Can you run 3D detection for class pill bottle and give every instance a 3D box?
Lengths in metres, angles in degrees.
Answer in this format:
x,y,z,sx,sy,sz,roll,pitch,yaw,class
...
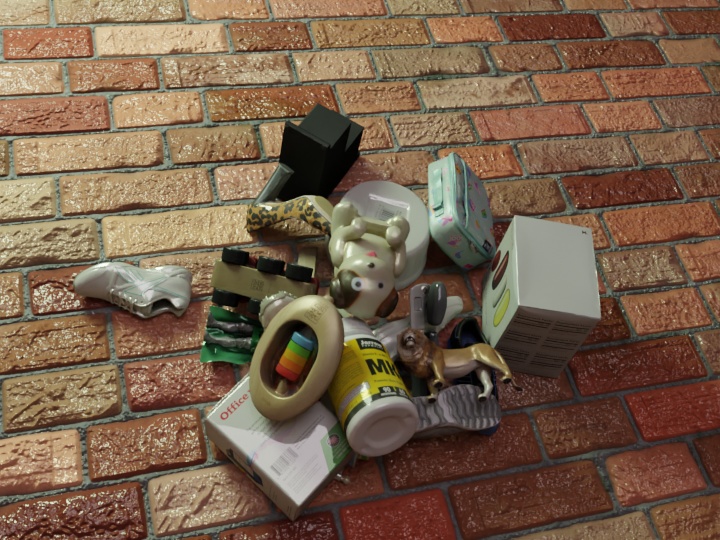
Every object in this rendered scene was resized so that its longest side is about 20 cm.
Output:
x,y,z,sx,sy,sz,roll,pitch,yaw,class
0.004,0.172,1.340,0.113,0.116,0.201,-9,41,-18,pill bottle

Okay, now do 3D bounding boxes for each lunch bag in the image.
x,y,z,sx,sy,sz,roll,pitch,yaw,class
0.187,-0.112,1.643,0.076,0.160,0.202,-21,47,25,lunch bag

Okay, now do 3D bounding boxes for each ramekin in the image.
x,y,z,sx,sy,sz,roll,pitch,yaw,class
0.037,-0.070,1.621,0.197,0.098,0.203,6,54,-8,ramekin

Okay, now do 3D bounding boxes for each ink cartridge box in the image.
x,y,z,sx,sy,sz,roll,pitch,yaw,class
-0.122,0.256,1.349,0.199,0.088,0.145,40,61,13,ink cartridge box

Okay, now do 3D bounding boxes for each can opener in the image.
x,y,z,sx,sy,sz,roll,pitch,yaw,class
0.112,0.120,1.474,0.052,0.066,0.204,-1,93,-24,can opener

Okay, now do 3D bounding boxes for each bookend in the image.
x,y,z,sx,sy,sz,roll,pitch,yaw,class
-0.067,-0.244,1.654,0.091,0.201,0.200,29,55,8,bookend

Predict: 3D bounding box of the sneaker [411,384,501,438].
x,y,z,sx,sy,sz,roll,pitch,yaw,class
0.133,0.234,1.432,0.197,0.082,0.076,-1,66,-14,sneaker

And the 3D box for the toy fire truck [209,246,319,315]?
x,y,z,sx,sy,sz,roll,pitch,yaw,class
-0.148,0.009,1.525,0.173,0.200,0.131,13,91,9,toy fire truck

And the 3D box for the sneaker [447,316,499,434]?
x,y,z,sx,sy,sz,roll,pitch,yaw,class
0.198,0.176,1.499,0.069,0.078,0.202,-5,57,-18,sneaker

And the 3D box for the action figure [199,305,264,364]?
x,y,z,sx,sy,sz,roll,pitch,yaw,class
-0.164,0.117,1.477,0.197,0.055,0.119,11,51,-10,action figure

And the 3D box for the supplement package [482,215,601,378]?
x,y,z,sx,sy,sz,roll,pitch,yaw,class
0.309,0.048,1.537,0.145,0.201,0.193,9,54,-6,supplement package

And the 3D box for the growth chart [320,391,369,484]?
x,y,z,sx,sy,sz,roll,pitch,yaw,class
-0.030,0.250,1.434,0.143,0.018,0.201,26,54,5,growth chart

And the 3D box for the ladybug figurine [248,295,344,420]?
x,y,z,sx,sy,sz,roll,pitch,yaw,class
-0.087,0.130,1.304,0.135,0.072,0.202,34,94,28,ladybug figurine

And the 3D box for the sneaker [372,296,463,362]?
x,y,z,sx,sy,sz,roll,pitch,yaw,class
0.106,0.116,1.535,0.198,0.075,0.089,-25,77,-20,sneaker

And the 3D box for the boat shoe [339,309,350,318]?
x,y,z,sx,sy,sz,roll,pitch,yaw,class
-0.017,0.142,1.481,0.067,0.072,0.200,-29,59,-21,boat shoe

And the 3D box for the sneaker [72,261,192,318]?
x,y,z,sx,sy,sz,roll,pitch,yaw,class
-0.382,0.035,1.472,0.197,0.071,0.081,1,58,-13,sneaker

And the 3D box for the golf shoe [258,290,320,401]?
x,y,z,sx,sy,sz,roll,pitch,yaw,class
-0.098,0.125,1.388,0.077,0.202,0.097,-26,37,-6,golf shoe

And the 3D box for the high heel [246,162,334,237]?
x,y,z,sx,sy,sz,roll,pitch,yaw,class
-0.118,-0.078,1.578,0.200,0.143,0.071,44,19,22,high heel

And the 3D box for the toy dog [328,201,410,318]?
x,y,z,sx,sy,sz,roll,pitch,yaw,class
0.000,0.000,1.434,0.138,0.196,0.201,22,21,-11,toy dog

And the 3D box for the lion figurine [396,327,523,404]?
x,y,z,sx,sy,sz,roll,pitch,yaw,class
0.156,0.148,1.410,0.197,0.073,0.123,4,40,-7,lion figurine
